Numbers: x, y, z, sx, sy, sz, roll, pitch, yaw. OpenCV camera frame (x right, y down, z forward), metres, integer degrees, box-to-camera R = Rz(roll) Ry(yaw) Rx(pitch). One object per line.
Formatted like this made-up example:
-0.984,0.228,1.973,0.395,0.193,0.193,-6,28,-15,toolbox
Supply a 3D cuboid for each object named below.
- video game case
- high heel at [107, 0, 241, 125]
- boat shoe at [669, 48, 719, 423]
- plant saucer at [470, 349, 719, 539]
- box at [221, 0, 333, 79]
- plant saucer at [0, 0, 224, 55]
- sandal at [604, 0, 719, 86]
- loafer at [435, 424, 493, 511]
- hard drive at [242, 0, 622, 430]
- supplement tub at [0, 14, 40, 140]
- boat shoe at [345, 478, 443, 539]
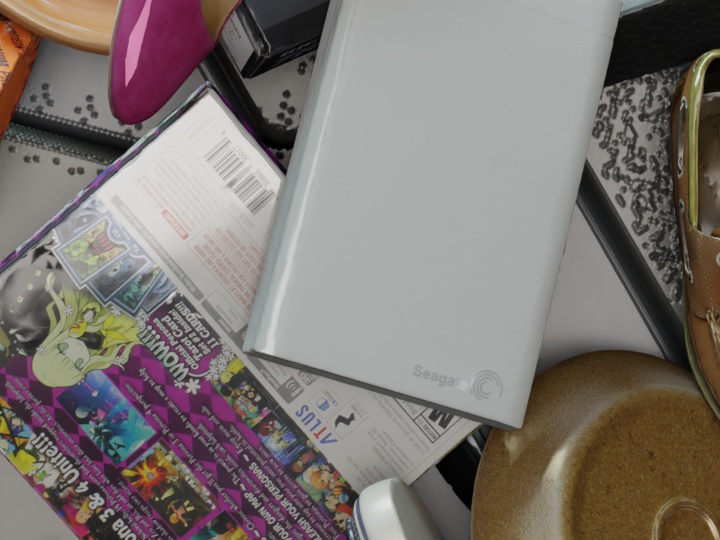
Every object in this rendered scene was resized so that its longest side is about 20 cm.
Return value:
-0.071,0.048,1.288,0.181,0.036,0.200,-41,101,3,video game case
-0.035,-0.140,1.229,0.095,0.068,0.201,18,62,16,high heel
0.178,-0.005,1.318,0.071,0.068,0.201,-15,70,2,boat shoe
0.143,0.129,1.318,0.199,0.035,0.202,12,67,-30,plant saucer
-0.008,-0.218,1.317,0.199,0.050,0.200,-25,87,-17,box
-0.114,-0.193,1.328,0.199,0.037,0.202,4,76,-17,plant saucer
0.090,-0.115,1.354,0.199,0.075,0.048,-13,59,-1,sandal
0.096,0.103,1.362,0.072,0.073,0.200,-41,99,-14,loafer
0.034,-0.043,1.270,0.131,0.026,0.201,17,81,-18,hard drive
-0.257,-0.111,1.317,0.199,0.123,0.123,26,92,-2,supplement tub
0.006,0.168,1.305,0.092,0.200,0.075,-21,54,6,boat shoe
